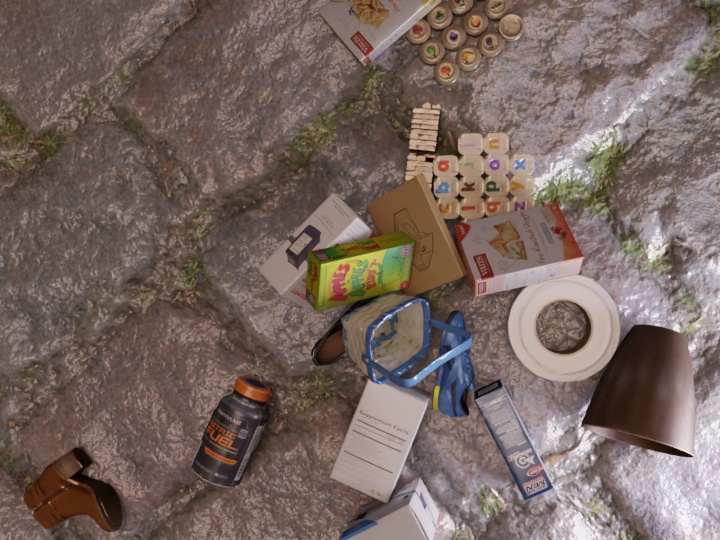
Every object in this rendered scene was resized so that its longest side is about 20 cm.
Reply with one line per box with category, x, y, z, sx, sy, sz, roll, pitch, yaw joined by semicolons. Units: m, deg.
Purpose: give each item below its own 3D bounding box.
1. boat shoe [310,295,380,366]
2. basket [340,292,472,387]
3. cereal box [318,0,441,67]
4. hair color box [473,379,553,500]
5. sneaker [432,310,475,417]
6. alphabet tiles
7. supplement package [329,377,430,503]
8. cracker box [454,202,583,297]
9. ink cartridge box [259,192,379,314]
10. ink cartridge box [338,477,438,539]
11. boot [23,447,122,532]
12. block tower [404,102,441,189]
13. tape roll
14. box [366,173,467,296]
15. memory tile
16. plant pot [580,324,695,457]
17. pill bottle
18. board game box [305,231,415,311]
boat shoe;-0.014;0.114;1.361;0.200;0.068;0.072;-42;85;2
basket;0.077;0.126;1.260;0.200;0.176;0.139;20;127;48
cereal box;0.037;-0.517;1.370;0.200;0.040;0.144;-40;77;6
hair color box;0.280;0.310;1.295;0.060;0.100;0.200;-27;85;8
sneaker;0.188;0.177;1.320;0.078;0.066;0.201;9;95;28
alphabet tiles;0.234;-0.160;1.331;0.195;0.015;0.201;-3;97;-5
supplement package;0.040;0.307;1.321;0.120;0.121;0.200;22;92;9
cracker box;0.283;-0.039;1.274;0.199;0.058;0.134;-13;54;-2
ink cartridge box;-0.069;-0.027;1.323;0.200;0.145;0.084;-45;59;5
ink cartridge box;0.057;0.466;1.277;0.146;0.200;0.086;-29;84;7
boot;-0.593;0.486;1.437;0.155;0.077;0.200;-41;81;4
block tower;0.119;-0.217;1.351;0.054;0.058;0.201;7;88;9
tape roll;0.373;0.103;1.300;0.202;0.071;0.203;0;89;9
box;0.102;-0.060;1.312;0.163;0.021;0.200;-26;86;52
memory tile;0.202;-0.467;1.361;0.200;0.017;0.153;-33;85;6
plant pot;0.506;0.204;1.237;0.186;0.187;0.200;15;77;9
pill bottle;-0.246;0.310;1.374;0.106;0.106;0.200;24;92;8
board game box;0.000;0.000;1.278;0.048;0.200;0.102;44;138;43
